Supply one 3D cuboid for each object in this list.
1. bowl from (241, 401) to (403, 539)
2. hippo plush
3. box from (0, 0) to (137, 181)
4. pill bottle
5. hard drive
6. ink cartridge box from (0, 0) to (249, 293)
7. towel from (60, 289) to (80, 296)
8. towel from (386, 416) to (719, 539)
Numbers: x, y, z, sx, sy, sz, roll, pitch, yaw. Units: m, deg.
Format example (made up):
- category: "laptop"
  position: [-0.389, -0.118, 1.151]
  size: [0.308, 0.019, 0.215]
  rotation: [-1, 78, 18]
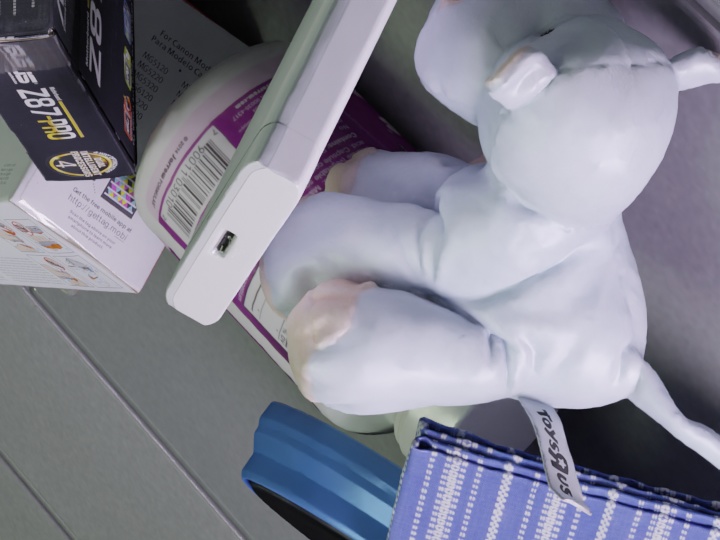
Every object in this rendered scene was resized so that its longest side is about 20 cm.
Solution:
- category: "bowl"
  position: [0.031, 0.132, 1.364]
  size: [0.200, 0.039, 0.201]
  rotation: [33, 171, 6]
- category: "hippo plush"
  position: [0.051, -0.029, 1.144]
  size: [0.200, 0.158, 0.162]
  rotation: [55, 147, 43]
- category: "box"
  position: [-0.135, -0.159, 1.281]
  size: [0.161, 0.049, 0.201]
  rotation: [64, -157, -69]
- category: "pill bottle"
  position: [0.000, 0.000, 1.310]
  size: [0.200, 0.112, 0.113]
  rotation: [46, 150, 24]
- category: "hard drive"
  position: [-0.012, -0.088, 1.162]
  size: [0.027, 0.201, 0.132]
  rotation: [28, 151, -5]
- category: "ink cartridge box"
  position: [-0.141, -0.086, 1.456]
  size: [0.084, 0.176, 0.200]
  rotation: [37, 163, -27]
- category: "towel"
  position: [-0.229, -0.100, 1.686]
  size: [0.200, 0.034, 0.193]
  rotation: [31, 144, 39]
- category: "towel"
  position: [0.107, 0.136, 1.236]
  size: [0.199, 0.024, 0.145]
  rotation: [15, 133, 5]
